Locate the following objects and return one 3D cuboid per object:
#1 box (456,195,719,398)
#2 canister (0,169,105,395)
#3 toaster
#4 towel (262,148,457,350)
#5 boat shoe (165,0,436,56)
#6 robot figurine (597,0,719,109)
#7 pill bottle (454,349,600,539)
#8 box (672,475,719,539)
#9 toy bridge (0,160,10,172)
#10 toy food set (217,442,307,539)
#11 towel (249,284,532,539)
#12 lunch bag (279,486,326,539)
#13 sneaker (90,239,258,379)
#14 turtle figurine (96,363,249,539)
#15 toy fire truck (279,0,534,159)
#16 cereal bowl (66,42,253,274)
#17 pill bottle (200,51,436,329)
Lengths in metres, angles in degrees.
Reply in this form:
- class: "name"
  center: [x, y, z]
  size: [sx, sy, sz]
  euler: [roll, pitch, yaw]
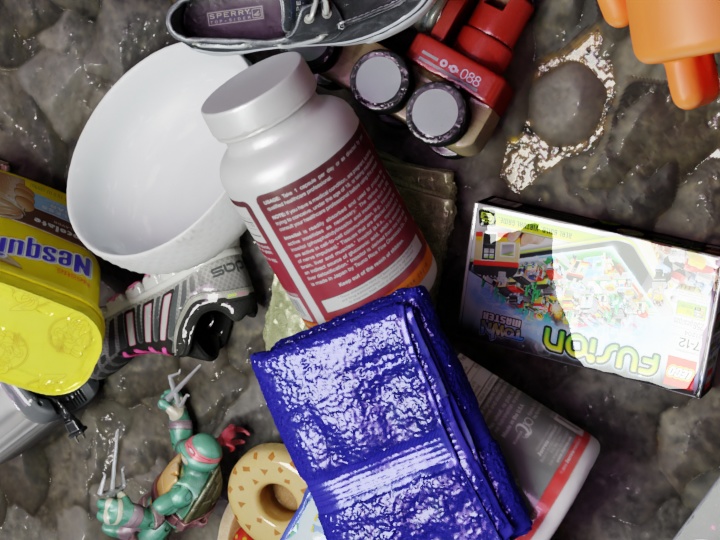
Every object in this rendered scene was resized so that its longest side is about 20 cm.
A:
- class: "box"
  center: [0.176, 0.018, 1.233]
  size: [0.199, 0.035, 0.111]
  euler: [13, 106, 25]
- class: "canister"
  center: [-0.287, 0.002, 1.356]
  size: [0.148, 0.200, 0.087]
  euler: [21, 114, -18]
- class: "toaster"
  center: [-0.329, 0.092, 1.470]
  size: [0.129, 0.114, 0.200]
  euler: [-38, 84, 32]
- class: "towel"
  center: [0.000, 0.000, 1.321]
  size: [0.148, 0.036, 0.201]
  euler: [18, 107, 22]
- class: "boat shoe"
  center: [-0.041, -0.194, 1.159]
  size: [0.199, 0.068, 0.072]
  euler: [-6, 95, 10]
- class: "robot figurine"
  center: [0.232, -0.214, 1.112]
  size: [0.144, 0.116, 0.201]
  euler: [4, 105, 66]
- class: "pill bottle"
  center: [0.071, 0.127, 1.244]
  size: [0.199, 0.114, 0.114]
  euler: [31, 113, 7]
- class: "box"
  center: [0.314, 0.160, 1.134]
  size: [0.115, 0.132, 0.201]
  euler: [40, 115, 19]
- class: "toy bridge"
  center: [-0.405, -0.120, 1.514]
  size: [0.199, 0.027, 0.068]
  euler: [18, 106, 23]
- class: "toy food set"
  center: [-0.041, 0.257, 1.385]
  size: [0.197, 0.049, 0.201]
  euler: [28, 111, 20]
- class: "towel"
  center: [0.020, 0.126, 1.170]
  size: [0.147, 0.050, 0.201]
  euler: [-24, 92, 12]
- class: "lunch bag"
  center: [0.019, 0.259, 1.264]
  size: [0.199, 0.127, 0.171]
  euler: [28, 98, -12]
- class: "sneaker"
  center: [-0.164, 0.050, 1.394]
  size: [0.200, 0.074, 0.088]
  euler: [-36, 77, 23]
- class: "turtle figurine"
  center: [-0.170, 0.185, 1.395]
  size: [0.100, 0.150, 0.200]
  euler: [32, 124, 3]
- class: "toy fire truck"
  center: [0.052, -0.208, 1.220]
  size: [0.176, 0.129, 0.201]
  euler: [31, 93, 13]
- class: "cereal bowl"
  center: [-0.140, -0.083, 1.328]
  size: [0.199, 0.083, 0.201]
  euler: [-19, 55, 29]
- class: "pill bottle"
  center: [-0.033, -0.055, 1.208]
  size: [0.112, 0.113, 0.201]
  euler: [-16, 116, 29]
